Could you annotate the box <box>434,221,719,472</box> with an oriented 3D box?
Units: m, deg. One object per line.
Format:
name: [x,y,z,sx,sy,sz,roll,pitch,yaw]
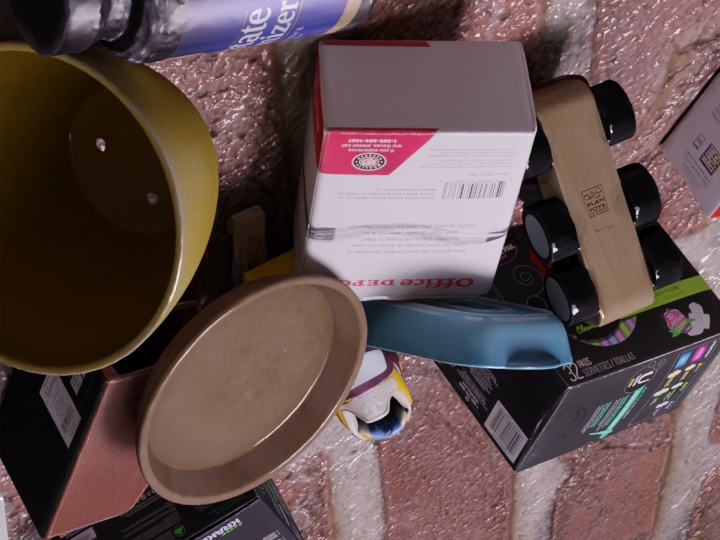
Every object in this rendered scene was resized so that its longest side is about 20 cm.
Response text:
box: [0.184,0.054,1.860,0.200,0.149,0.124,-18,150,-35]

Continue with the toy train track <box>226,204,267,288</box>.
toy train track: [-0.089,0.018,1.675,0.114,0.033,0.200,-24,145,-21]

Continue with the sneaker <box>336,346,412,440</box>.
sneaker: [0.004,0.101,1.804,0.075,0.090,0.200,-28,167,5]

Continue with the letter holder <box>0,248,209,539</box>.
letter holder: [-0.171,0.088,1.637,0.142,0.101,0.200,-13,148,-33]

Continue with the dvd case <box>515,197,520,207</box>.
dvd case: [0.020,0.001,1.770,0.200,0.016,0.149,-11,146,-33]

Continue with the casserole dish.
casserole dish: [0.069,0.041,1.644,0.121,0.200,0.039,0,96,-39]

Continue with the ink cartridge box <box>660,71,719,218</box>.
ink cartridge box: [0.379,-0.134,1.829,0.200,0.084,0.176,-5,142,-39]

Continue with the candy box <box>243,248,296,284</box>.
candy box: [0.000,0.000,1.688,0.200,0.026,0.102,-26,143,-23]

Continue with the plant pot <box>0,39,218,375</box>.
plant pot: [-0.164,-0.054,1.349,0.200,0.200,0.142,-48,174,29]

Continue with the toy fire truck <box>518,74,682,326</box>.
toy fire truck: [0.156,-0.062,1.692,0.128,0.176,0.200,-23,-168,-16]

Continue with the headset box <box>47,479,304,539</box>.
headset box: [-0.151,0.232,1.897,0.174,0.093,0.200,-30,153,-1]

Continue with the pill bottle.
pill bottle: [-0.095,-0.179,1.264,0.200,0.112,0.112,-13,148,-29]

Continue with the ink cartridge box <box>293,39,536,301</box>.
ink cartridge box: [0.033,-0.067,1.556,0.145,0.084,0.200,-1,146,-9]

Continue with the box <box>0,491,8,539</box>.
box: [-0.364,0.192,1.583,0.199,0.131,0.200,-21,151,-18]

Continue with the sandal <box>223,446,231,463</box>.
sandal: [-0.134,0.130,1.722,0.057,0.080,0.201,19,161,-17]

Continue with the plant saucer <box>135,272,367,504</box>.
plant saucer: [-0.081,0.080,1.579,0.200,0.029,0.200,-28,141,-26]
